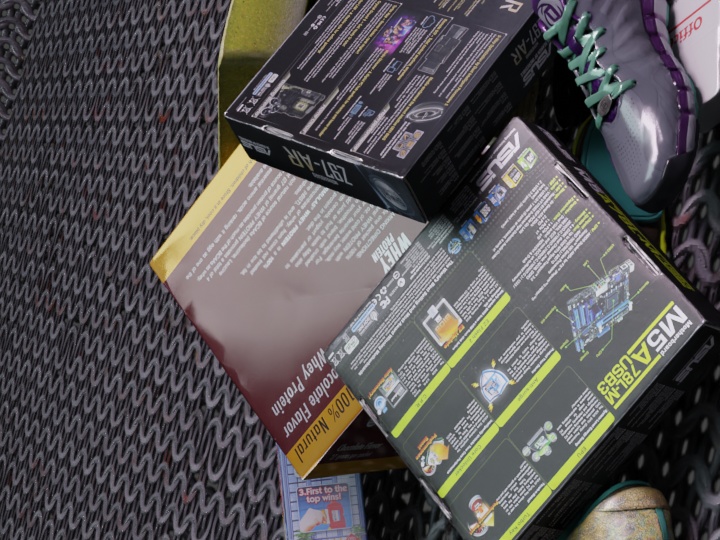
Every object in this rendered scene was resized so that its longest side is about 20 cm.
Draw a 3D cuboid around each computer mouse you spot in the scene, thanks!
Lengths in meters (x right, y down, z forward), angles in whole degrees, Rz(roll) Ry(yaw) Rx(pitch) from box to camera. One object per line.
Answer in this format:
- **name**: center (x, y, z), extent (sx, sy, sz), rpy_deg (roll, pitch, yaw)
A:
- **computer mouse**: center (0.123, -0.143, 1.538), extent (0.200, 0.046, 0.142), rpy_deg (161, 101, -70)

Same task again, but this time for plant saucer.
- **plant saucer**: center (-0.058, -0.164, 1.543), extent (0.201, 0.047, 0.201), rpy_deg (95, -175, -58)

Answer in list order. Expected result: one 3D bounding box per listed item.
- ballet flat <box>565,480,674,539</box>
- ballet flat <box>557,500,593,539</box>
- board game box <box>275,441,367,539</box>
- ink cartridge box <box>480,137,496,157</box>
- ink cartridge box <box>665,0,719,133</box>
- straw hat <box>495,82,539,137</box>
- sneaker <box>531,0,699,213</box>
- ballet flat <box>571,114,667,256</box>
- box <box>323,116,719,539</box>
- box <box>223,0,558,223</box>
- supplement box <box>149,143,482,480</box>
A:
- **ballet flat**: center (0.127, 0.203, 1.309), extent (0.200, 0.070, 0.071), rpy_deg (125, 151, -41)
- **ballet flat**: center (0.093, 0.137, 1.422), extent (0.200, 0.070, 0.068), rpy_deg (-138, 65, -67)
- **board game box**: center (-0.036, 0.113, 1.675), extent (0.200, 0.061, 0.202), rpy_deg (168, 97, -87)
- **ink cartridge box**: center (0.032, -0.046, 1.588), extent (0.199, 0.048, 0.147), rpy_deg (28, 106, 29)
- **ink cartridge box**: center (0.213, -0.164, 1.326), extent (0.116, 0.066, 0.202), rpy_deg (-38, 42, 57)
- **straw hat**: center (0.053, -0.097, 1.657), extent (0.201, 0.084, 0.203), rpy_deg (-49, 33, 48)
- **sneaker**: center (0.137, -0.119, 1.273), extent (0.075, 0.087, 0.201), rpy_deg (-55, 29, 41)
- **ballet flat**: center (0.159, -0.012, 1.369), extent (0.067, 0.066, 0.201), rpy_deg (117, 155, -44)
- **box**: center (0.095, 0.044, 1.309), extent (0.200, 0.047, 0.193), rpy_deg (-51, 56, 16)
- **box**: center (0.033, -0.136, 1.384), extent (0.159, 0.044, 0.200), rpy_deg (20, 64, 39)
- **supplement box**: center (0.000, 0.000, 1.501), extent (0.198, 0.132, 0.200), rpy_deg (-50, 63, 25)
